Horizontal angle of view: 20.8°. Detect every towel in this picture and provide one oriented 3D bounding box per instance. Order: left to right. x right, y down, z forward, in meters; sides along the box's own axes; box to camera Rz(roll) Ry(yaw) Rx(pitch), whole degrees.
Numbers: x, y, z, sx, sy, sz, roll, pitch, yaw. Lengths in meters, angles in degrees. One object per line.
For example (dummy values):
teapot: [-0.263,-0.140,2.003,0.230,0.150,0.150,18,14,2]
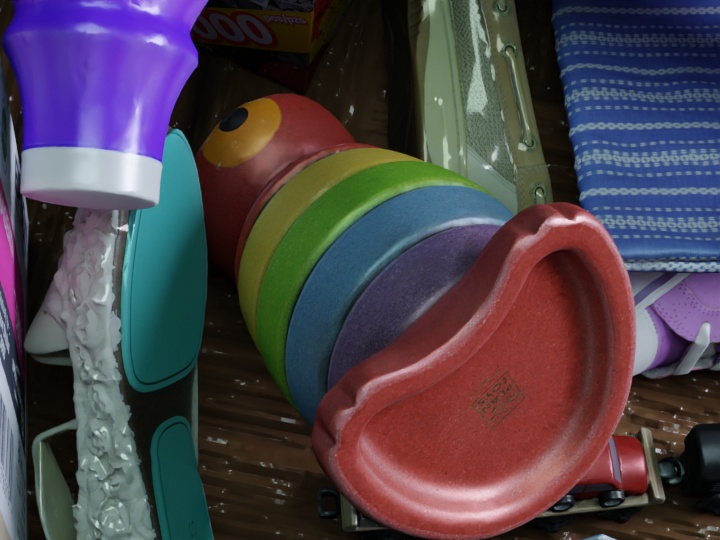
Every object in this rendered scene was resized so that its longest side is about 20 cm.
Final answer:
towel: [0.153,-0.068,0.779,0.143,0.024,0.201,-1,38,1]

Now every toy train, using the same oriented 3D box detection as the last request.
toy train: [0.083,0.079,0.750,0.198,0.046,0.034,-5,67,-6]

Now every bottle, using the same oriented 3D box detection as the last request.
bottle: [-0.084,-0.123,0.661,0.083,0.065,0.202,8,83,-45]

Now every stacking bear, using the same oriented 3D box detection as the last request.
stacking bear: [0.000,0.000,0.724,0.121,0.114,0.200,-42,44,-5]

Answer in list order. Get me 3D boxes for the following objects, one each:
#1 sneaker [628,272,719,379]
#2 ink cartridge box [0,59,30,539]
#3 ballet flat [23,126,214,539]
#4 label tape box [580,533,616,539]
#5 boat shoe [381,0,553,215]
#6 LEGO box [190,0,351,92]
sneaker: [0.177,0.023,0.769,0.199,0.073,0.115,-25,74,-14]
ink cartridge box: [-0.156,0.021,0.675,0.074,0.200,0.166,0,68,-4]
ballet flat: [-0.092,0.049,0.711,0.071,0.072,0.202,-3,93,-5]
label tape box: [0.016,0.155,0.621,0.199,0.143,0.067,-24,68,16]
boat shoe: [0.046,-0.111,0.818,0.063,0.073,0.202,3,69,-11]
LEGO box: [-0.092,-0.174,0.790,0.199,0.149,0.078,24,67,7]
